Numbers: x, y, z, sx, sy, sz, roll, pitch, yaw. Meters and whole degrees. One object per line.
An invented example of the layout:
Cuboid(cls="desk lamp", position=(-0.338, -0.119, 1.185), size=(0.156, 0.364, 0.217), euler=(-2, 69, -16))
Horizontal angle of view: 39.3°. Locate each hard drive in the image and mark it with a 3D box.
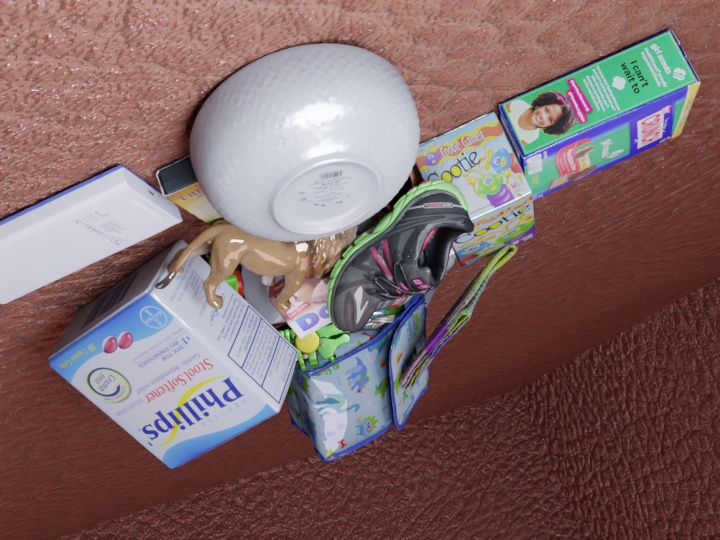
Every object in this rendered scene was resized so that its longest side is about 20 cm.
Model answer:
Cuboid(cls="hard drive", position=(-0.281, -0.029, 0.938), size=(0.200, 0.025, 0.132), euler=(-24, 165, 6))

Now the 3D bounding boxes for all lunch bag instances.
Cuboid(cls="lunch bag", position=(0.004, 0.130, 1.327), size=(0.200, 0.127, 0.170), euler=(-25, 132, -23))

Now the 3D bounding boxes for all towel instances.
Cuboid(cls="towel", position=(0.120, 0.059, 1.266), size=(0.144, 0.023, 0.200), euler=(-49, 174, -42))

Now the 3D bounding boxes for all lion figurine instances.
Cuboid(cls="lion figurine", position=(-0.100, -0.020, 1.023), size=(0.200, 0.073, 0.123), euler=(-3, 140, -40))

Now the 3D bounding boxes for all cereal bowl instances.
Cuboid(cls="cereal bowl", position=(-0.039, -0.090, 0.855), size=(0.200, 0.083, 0.200), euler=(-14, 146, -9))

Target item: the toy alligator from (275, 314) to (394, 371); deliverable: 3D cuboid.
Cuboid(cls="toy alligator", position=(-0.054, 0.092, 1.209), size=(0.200, 0.054, 0.059), euler=(-8, -176, -1))

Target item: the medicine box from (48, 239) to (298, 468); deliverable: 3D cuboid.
Cuboid(cls="medicine box", position=(-0.207, 0.098, 1.131), size=(0.182, 0.200, 0.103), euler=(-31, -156, 29))

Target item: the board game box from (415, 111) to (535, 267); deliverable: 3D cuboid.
Cuboid(cls="board game box", position=(0.136, -0.087, 1.176), size=(0.105, 0.103, 0.200), euler=(-24, 165, 6))

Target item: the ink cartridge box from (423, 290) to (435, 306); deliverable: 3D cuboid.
Cuboid(cls="ink cartridge box", position=(0.031, 0.050, 1.386), size=(0.119, 0.042, 0.200), euler=(11, 118, -33))

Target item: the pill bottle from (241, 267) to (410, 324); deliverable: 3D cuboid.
Cuboid(cls="pill bottle", position=(-0.036, 0.003, 1.220), size=(0.200, 0.116, 0.116), euler=(-11, 161, -38))

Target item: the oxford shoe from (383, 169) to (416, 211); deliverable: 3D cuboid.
Cuboid(cls="oxford shoe", position=(0.030, -0.090, 1.086), size=(0.071, 0.071, 0.200), euler=(-25, 167, 3))

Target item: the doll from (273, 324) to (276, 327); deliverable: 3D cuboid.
Cuboid(cls="doll", position=(-0.195, 0.057, 1.302), size=(0.136, 0.049, 0.200), euler=(-4, 173, 27))

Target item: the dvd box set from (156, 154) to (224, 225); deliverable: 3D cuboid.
Cuboid(cls="dvd box set", position=(-0.095, -0.088, 0.988), size=(0.146, 0.029, 0.200), euler=(-25, 165, 8))

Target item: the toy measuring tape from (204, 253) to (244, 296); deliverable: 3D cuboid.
Cuboid(cls="toy measuring tape", position=(-0.180, 0.047, 1.203), size=(0.073, 0.074, 0.200), euler=(-14, 139, -28))

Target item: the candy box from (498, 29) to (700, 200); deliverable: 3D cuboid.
Cuboid(cls="candy box", position=(0.264, -0.168, 1.132), size=(0.200, 0.077, 0.169), euler=(-25, 164, 5))

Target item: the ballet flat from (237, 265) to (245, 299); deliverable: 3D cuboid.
Cuboid(cls="ballet flat", position=(-0.106, 0.028, 1.301), size=(0.200, 0.072, 0.072), euler=(7, 149, -44))

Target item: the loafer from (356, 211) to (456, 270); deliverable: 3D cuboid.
Cuboid(cls="loafer", position=(0.028, -0.031, 1.168), size=(0.200, 0.070, 0.070), euler=(21, -177, -35))

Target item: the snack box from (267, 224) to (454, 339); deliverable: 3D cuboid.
Cuboid(cls="snack box", position=(0.000, 0.000, 1.107), size=(0.200, 0.024, 0.072), euler=(-29, 127, 9))

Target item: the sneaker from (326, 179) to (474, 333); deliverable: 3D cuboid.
Cuboid(cls="sneaker", position=(0.038, -0.004, 1.038), size=(0.077, 0.084, 0.200), euler=(11, 125, -50))
